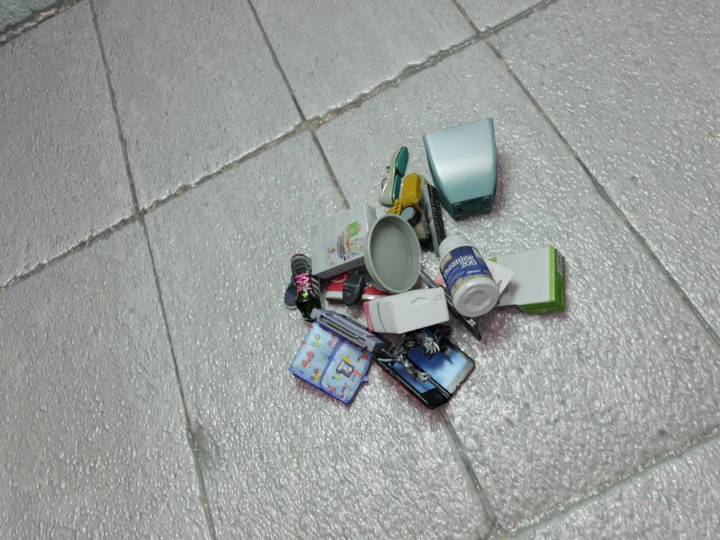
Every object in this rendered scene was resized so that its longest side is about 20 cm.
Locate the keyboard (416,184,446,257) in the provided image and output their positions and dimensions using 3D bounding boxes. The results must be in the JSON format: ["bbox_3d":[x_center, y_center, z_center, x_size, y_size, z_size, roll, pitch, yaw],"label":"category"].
[{"bbox_3d":[0.199,-0.136,1.474,0.020,0.126,0.205,-15,83,35],"label":"keyboard"}]

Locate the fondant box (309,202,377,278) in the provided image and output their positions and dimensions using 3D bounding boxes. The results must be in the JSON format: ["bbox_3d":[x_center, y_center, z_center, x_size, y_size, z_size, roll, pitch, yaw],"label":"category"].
[{"bbox_3d":[-0.045,-0.077,1.459,0.197,0.058,0.148,-20,65,32],"label":"fondant box"}]

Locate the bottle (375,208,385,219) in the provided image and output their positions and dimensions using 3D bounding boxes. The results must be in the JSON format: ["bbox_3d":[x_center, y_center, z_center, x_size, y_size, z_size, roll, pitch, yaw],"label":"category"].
[{"bbox_3d":[-0.006,-0.101,1.525,0.199,0.065,0.085,-35,47,35],"label":"bottle"}]

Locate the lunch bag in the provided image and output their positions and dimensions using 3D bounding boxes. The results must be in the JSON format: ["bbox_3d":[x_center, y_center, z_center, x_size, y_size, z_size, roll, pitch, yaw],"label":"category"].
[{"bbox_3d":[-0.068,0.249,1.434,0.197,0.094,0.153,26,74,11],"label":"lunch bag"}]

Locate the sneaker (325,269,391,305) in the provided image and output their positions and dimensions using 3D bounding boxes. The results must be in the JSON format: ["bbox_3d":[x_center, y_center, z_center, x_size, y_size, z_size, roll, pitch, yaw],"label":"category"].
[{"bbox_3d":[0.001,0.037,1.508,0.195,0.071,0.115,3,70,19],"label":"sneaker"}]

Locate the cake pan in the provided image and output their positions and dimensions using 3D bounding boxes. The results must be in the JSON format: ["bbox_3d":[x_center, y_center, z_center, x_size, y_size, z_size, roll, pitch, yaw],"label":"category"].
[{"bbox_3d":[0.081,-0.042,1.389,0.036,0.198,0.204,-11,58,47],"label":"cake pan"}]

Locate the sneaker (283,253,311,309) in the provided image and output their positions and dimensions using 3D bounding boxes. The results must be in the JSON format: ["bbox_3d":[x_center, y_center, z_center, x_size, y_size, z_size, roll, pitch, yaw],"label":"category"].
[{"bbox_3d":[-0.160,0.016,1.559,0.078,0.080,0.201,34,80,25],"label":"sneaker"}]

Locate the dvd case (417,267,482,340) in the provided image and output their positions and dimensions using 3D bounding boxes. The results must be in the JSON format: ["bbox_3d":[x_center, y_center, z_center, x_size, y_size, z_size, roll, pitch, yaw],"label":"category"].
[{"bbox_3d":[0.229,0.088,1.377,0.016,0.149,0.200,-41,62,0],"label":"dvd case"}]

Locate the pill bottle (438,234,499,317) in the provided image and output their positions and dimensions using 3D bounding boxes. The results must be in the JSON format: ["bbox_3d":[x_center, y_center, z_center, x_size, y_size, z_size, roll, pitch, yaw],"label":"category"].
[{"bbox_3d":[0.253,0.005,1.309,0.109,0.112,0.202,-20,40,5],"label":"pill bottle"}]

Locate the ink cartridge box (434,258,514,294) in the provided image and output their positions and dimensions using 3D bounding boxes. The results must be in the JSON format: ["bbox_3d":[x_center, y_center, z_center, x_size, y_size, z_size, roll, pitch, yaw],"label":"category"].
[{"bbox_3d":[0.300,0.032,1.391,0.117,0.068,0.199,-51,40,-10],"label":"ink cartridge box"}]

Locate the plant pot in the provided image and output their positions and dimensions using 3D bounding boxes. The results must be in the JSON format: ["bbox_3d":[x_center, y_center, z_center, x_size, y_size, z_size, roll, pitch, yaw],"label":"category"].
[{"bbox_3d":[0.292,-0.266,1.504,0.192,0.196,0.205,-12,71,9],"label":"plant pot"}]

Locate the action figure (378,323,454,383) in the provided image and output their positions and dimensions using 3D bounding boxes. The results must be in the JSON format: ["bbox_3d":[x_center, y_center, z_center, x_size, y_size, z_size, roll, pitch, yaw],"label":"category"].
[{"bbox_3d":[0.143,0.195,1.290,0.197,0.121,0.102,-15,42,-33],"label":"action figure"}]

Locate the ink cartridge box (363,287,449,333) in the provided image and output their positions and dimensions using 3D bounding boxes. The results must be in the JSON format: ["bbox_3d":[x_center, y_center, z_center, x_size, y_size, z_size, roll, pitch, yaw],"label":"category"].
[{"bbox_3d":[0.109,0.100,1.348,0.143,0.199,0.085,-12,90,-19],"label":"ink cartridge box"}]

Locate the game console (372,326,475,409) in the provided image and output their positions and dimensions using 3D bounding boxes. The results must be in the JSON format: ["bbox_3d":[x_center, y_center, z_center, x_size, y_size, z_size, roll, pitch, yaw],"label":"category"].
[{"bbox_3d":[0.159,0.227,1.354,0.199,0.171,0.120,37,107,27],"label":"game console"}]

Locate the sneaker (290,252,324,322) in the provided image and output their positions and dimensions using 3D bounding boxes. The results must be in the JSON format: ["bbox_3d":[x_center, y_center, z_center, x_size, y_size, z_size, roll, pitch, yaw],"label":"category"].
[{"bbox_3d":[-0.147,0.053,1.480,0.072,0.088,0.205,-12,100,7],"label":"sneaker"}]

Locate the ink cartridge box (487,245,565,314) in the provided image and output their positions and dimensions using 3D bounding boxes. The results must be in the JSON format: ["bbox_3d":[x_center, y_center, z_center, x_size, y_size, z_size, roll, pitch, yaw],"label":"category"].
[{"bbox_3d":[0.419,0.032,1.398,0.197,0.075,0.151,-11,60,40],"label":"ink cartridge box"}]

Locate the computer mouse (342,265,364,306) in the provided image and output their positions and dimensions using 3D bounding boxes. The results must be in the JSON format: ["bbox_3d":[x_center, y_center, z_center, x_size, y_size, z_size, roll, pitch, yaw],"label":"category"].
[{"bbox_3d":[0.000,0.000,1.458,0.058,0.034,0.204,12,80,42],"label":"computer mouse"}]

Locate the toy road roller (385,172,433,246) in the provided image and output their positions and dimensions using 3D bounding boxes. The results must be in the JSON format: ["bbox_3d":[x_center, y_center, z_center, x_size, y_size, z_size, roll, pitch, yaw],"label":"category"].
[{"bbox_3d":[0.132,-0.159,1.531,0.144,0.123,0.203,-15,49,36],"label":"toy road roller"}]

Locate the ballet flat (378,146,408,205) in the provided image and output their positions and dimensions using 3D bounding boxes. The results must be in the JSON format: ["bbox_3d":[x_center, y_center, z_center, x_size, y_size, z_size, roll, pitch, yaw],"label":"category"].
[{"bbox_3d":[0.095,-0.292,1.637,0.061,0.068,0.204,4,67,27],"label":"ballet flat"}]

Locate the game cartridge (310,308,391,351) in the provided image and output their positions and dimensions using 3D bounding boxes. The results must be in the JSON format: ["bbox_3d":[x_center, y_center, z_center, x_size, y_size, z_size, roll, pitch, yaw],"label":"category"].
[{"bbox_3d":[-0.023,0.155,1.429,0.197,0.129,0.039,26,98,23],"label":"game cartridge"}]
